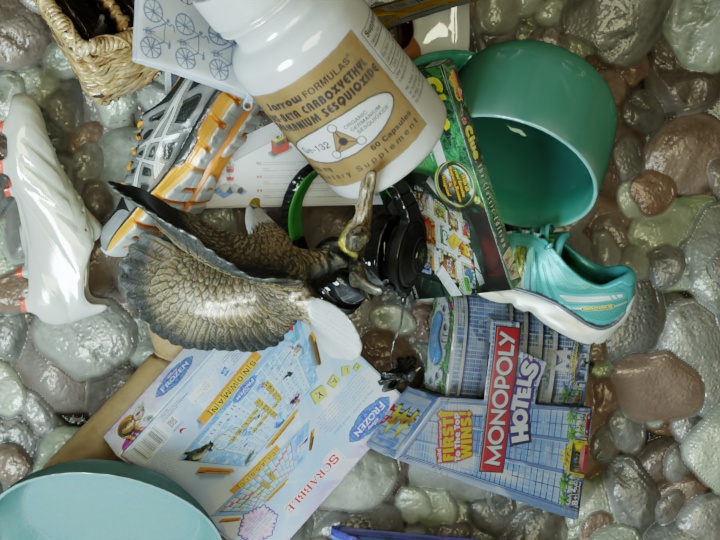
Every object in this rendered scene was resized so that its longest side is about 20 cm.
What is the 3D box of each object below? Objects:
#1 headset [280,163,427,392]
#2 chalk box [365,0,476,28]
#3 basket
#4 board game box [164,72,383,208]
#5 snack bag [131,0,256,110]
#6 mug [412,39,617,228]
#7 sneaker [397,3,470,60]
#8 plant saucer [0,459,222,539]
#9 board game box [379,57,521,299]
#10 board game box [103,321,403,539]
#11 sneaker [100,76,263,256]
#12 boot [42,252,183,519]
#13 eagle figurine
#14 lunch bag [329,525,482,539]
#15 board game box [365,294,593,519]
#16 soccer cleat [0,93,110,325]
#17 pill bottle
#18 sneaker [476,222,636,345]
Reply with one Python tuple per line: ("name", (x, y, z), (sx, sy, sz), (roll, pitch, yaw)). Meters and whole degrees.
("headset", (0.000, 0.000, 1.213), (0.123, 0.094, 0.201), (-21, 95, 29))
("chalk box", (0.025, -0.313, 1.189), (0.124, 0.124, 0.201), (-14, 91, 12))
("basket", (-0.210, -0.261, 1.166), (0.142, 0.149, 0.200), (-31, 81, -7))
("board game box", (-0.069, -0.120, 1.259), (0.199, 0.035, 0.127), (-1, 101, -3))
("snack bag", (-0.094, -0.221, 1.168), (0.199, 0.021, 0.189), (17, 62, -35))
("mug", (0.138, -0.137, 1.248), (0.185, 0.152, 0.115), (47, 52, -35))
("sneaker", (0.052, -0.276, 1.273), (0.084, 0.073, 0.201), (-2, 95, -13))
("plant saucer", (-0.211, 0.214, 1.208), (0.199, 0.200, 0.036), (15, 46, -11))
("board game box", (0.061, -0.073, 1.217), (0.023, 0.104, 0.201), (-35, 113, -46))
("board game box", (-0.084, 0.129, 1.245), (0.200, 0.041, 0.200), (-47, 126, -5))
("sneaker", (-0.160, -0.096, 1.212), (0.077, 0.078, 0.200), (42, 102, 17))
("boot", (-0.196, 0.103, 1.229), (0.200, 0.066, 0.175), (-47, 123, -5))
("eagle figurine", (-0.091, -0.005, 1.121), (0.199, 0.151, 0.152), (-6, 104, -12))
("lunch bag", (0.069, 0.321, 1.312), (0.199, 0.094, 0.151), (7, 91, -23))
("board game box", (0.111, 0.116, 1.286), (0.199, 0.062, 0.201), (6, 92, -27))
("soccer cleat", (-0.261, -0.053, 1.230), (0.077, 0.069, 0.201), (-6, 102, -1))
("pill bottle", (-0.033, -0.161, 1.105), (0.114, 0.114, 0.200), (-45, 118, -5))
("sneaker", (0.150, -0.012, 1.276), (0.199, 0.078, 0.080), (24, 123, 2))
